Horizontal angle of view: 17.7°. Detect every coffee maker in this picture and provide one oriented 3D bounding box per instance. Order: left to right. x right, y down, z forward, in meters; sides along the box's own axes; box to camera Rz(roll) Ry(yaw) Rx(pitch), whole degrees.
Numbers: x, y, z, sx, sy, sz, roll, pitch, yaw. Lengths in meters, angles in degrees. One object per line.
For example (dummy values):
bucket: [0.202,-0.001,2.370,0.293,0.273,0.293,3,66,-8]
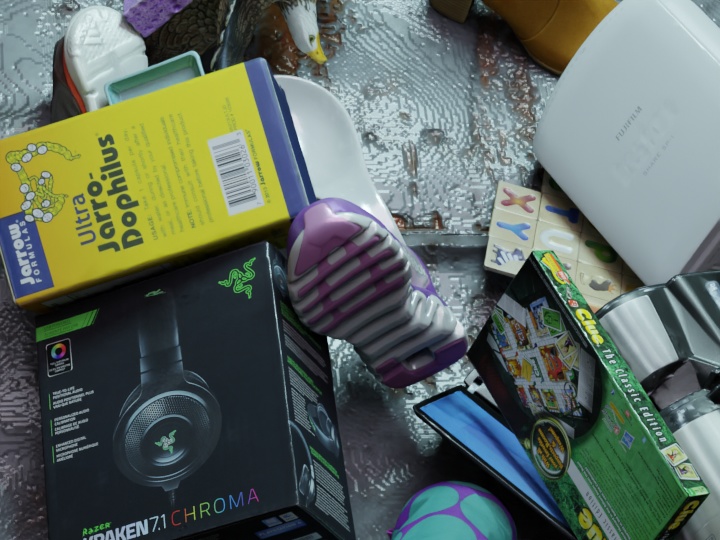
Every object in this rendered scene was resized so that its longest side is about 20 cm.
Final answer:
coffee maker: [0.246,0.113,1.508,0.192,0.135,0.200,19,36,-51]

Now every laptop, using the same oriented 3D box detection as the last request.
laptop: [0.157,0.094,1.563,0.177,0.103,0.200,39,69,12]

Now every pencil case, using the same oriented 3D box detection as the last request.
pencil case: [0.035,0.206,1.435,0.092,0.085,0.200,-15,13,22]

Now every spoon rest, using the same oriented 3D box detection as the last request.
spoon rest: [-0.026,-0.063,1.650,0.099,0.061,0.200,-29,69,-25]

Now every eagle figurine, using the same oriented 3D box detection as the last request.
eagle figurine: [-0.074,-0.208,1.672,0.200,0.152,0.151,-28,65,-25]

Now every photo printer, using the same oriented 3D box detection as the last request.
photo printer: [0.217,-0.095,1.640,0.069,0.167,0.200,8,36,-46]

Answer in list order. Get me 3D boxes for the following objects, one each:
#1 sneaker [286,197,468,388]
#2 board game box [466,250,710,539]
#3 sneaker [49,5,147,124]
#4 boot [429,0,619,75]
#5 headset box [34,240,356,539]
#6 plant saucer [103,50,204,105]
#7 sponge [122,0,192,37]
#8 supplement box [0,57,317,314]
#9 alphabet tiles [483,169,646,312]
sneaker: [0.000,0.000,1.506,0.080,0.200,0.089,-27,57,10]
board game box: [0.141,0.095,1.469,0.023,0.105,0.200,-4,51,-37]
sneaker: [-0.182,-0.081,1.631,0.077,0.082,0.201,3,79,-31]
boot: [0.149,-0.220,1.728,0.200,0.144,0.071,19,58,0]
headset box: [-0.108,0.096,1.476,0.173,0.093,0.201,-17,59,16]
plant saucer: [-0.112,-0.045,1.577,0.070,0.019,0.201,-20,81,3]
sponge: [-0.088,-0.255,1.621,0.030,0.200,0.112,42,24,-28]
supplement box: [-0.136,-0.051,1.515,0.199,0.109,0.110,-17,83,2]
alphabet tiles: [0.189,-0.007,1.660,0.199,0.006,0.167,16,40,-1]
